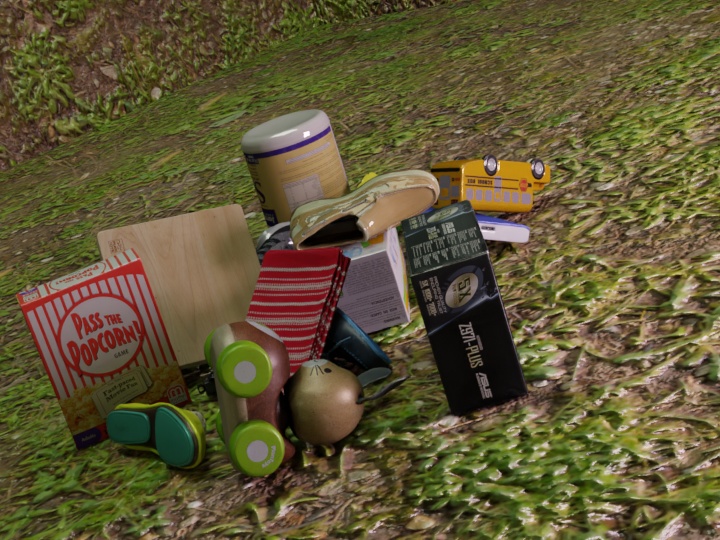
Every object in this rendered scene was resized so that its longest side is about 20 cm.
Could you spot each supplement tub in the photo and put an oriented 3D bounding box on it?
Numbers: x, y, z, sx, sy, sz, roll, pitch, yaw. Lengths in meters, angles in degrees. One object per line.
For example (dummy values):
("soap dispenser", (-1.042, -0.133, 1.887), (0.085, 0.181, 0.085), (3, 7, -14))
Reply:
("supplement tub", (-0.092, -0.135, 2.023), (0.144, 0.202, 0.146), (-16, 18, 5))

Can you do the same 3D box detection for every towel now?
("towel", (-0.091, 0.068, 1.520), (0.144, 0.022, 0.202), (0, 68, 44))

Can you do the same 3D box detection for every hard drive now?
("hard drive", (0.130, -0.070, 1.816), (0.131, 0.026, 0.200), (4, 8, -25))

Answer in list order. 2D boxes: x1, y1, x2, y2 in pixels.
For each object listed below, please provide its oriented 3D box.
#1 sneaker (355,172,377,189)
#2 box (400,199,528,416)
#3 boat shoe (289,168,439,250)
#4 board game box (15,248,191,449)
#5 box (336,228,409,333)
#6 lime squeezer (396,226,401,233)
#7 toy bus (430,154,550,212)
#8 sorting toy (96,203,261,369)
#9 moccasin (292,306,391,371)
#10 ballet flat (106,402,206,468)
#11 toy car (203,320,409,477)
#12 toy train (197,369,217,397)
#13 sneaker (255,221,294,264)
("sneaker", (0.014, -0.076, 1.953), (0.084, 0.075, 0.201), (20, 46, 10))
("box", (0.109, 0.035, 1.398), (0.085, 0.165, 0.200), (-17, 17, 4))
("boat shoe", (0.007, -0.064, 1.630), (0.198, 0.072, 0.076), (-21, 32, 9))
("board game box", (-0.307, 0.095, 1.555), (0.150, 0.202, 0.046), (-23, 23, -14))
("box", (0.000, 0.000, 1.701), (0.111, 0.102, 0.200), (-16, 18, 6))
("lime squeezer", (0.001, -0.024, 1.830), (0.199, 0.071, 0.038), (-21, 31, 32))
("toy bus", (0.189, -0.124, 1.853), (0.199, 0.079, 0.065), (0, 1, -44))
("sorting toy", (-0.228, 0.034, 1.697), (0.197, 0.202, 0.070), (-13, -19, -19))
("moccasin", (-0.041, 0.080, 1.541), (0.068, 0.081, 0.200), (-48, 44, -7))
("ballet flat", (-0.214, 0.179, 1.462), (0.067, 0.068, 0.199), (-5, 5, -39))
("toy car", (-0.053, 0.121, 1.356), (0.198, 0.159, 0.164), (-10, 6, -11))
("toy train", (-0.107, 0.110, 1.594), (0.198, 0.034, 0.046), (-20, 15, -8))
("sneaker", (-0.125, -0.005, 1.886), (0.199, 0.076, 0.113), (-34, 24, -26))
